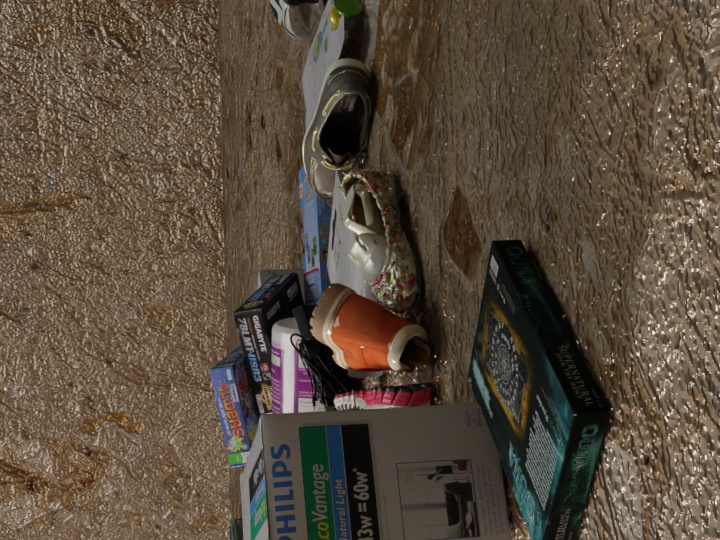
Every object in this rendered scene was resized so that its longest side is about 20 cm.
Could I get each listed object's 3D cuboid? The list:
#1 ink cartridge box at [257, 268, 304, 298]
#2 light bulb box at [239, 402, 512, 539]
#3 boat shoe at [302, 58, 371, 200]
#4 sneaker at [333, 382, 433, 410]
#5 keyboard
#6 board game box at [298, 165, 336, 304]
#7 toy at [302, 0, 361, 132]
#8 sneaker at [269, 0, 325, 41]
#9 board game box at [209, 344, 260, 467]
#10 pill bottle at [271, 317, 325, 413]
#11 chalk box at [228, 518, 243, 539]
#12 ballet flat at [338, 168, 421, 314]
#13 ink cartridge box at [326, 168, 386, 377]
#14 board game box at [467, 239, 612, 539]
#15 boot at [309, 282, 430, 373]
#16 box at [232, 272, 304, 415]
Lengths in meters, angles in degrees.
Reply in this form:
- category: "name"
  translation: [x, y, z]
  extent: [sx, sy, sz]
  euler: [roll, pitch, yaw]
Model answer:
- category: "ink cartridge box"
  translation: [-0.119, 0.117, 1.987]
  extent: [0.145, 0.084, 0.200]
  euler: [-105, 17, -49]
- category: "light bulb box"
  translation: [0.004, 0.205, 1.094]
  extent: [0.198, 0.200, 0.125]
  euler: [114, 152, -64]
- category: "boat shoe"
  translation: [-0.029, -0.160, 1.542]
  extent: [0.060, 0.072, 0.202]
  euler: [-96, 15, -46]
- category: "sneaker"
  translation: [0.022, 0.159, 1.306]
  extent: [0.200, 0.081, 0.075]
  euler: [149, 117, -77]
- category: "keyboard"
  translation: [-0.021, 0.129, 1.466]
  extent: [0.040, 0.104, 0.200]
  euler: [-29, 73, 29]
- category: "board game box"
  translation: [-0.057, -0.055, 1.779]
  extent: [0.151, 0.037, 0.200]
  euler: [158, 108, -78]
- category: "toy"
  translation: [-0.032, -0.268, 1.610]
  extent: [0.200, 0.047, 0.115]
  euler: [110, 159, -53]
- category: "sneaker"
  translation: [-0.097, -0.434, 1.824]
  extent: [0.130, 0.079, 0.199]
  euler: [-154, 53, -68]
- category: "board game box"
  translation: [-0.150, 0.173, 1.727]
  extent: [0.200, 0.034, 0.136]
  euler: [-45, -56, -75]
- category: "pill bottle"
  translation: [-0.059, 0.165, 1.625]
  extent: [0.112, 0.112, 0.200]
  euler: [-144, 54, -76]
- category: "chalk box"
  translation: [-0.127, 0.427, 1.768]
  extent: [0.124, 0.200, 0.125]
  euler: [102, 163, -48]
- category: "ballet flat"
  translation: [0.013, -0.034, 1.340]
  extent: [0.076, 0.064, 0.200]
  euler: [-56, 31, 33]
- category: "ink cartridge box"
  translation: [0.000, 0.000, 1.485]
  extent: [0.200, 0.057, 0.163]
  euler: [-97, 11, -49]
- category: "board game box"
  translation: [0.124, 0.088, 0.916]
  extent: [0.200, 0.028, 0.135]
  euler: [-107, 19, -52]
- category: "boot"
  translation: [0.026, 0.077, 1.284]
  extent: [0.075, 0.107, 0.200]
  euler: [-65, -19, -5]
- category: "box"
  translation: [-0.109, 0.122, 1.759]
  extent: [0.200, 0.050, 0.199]
  euler: [-53, -48, -73]
